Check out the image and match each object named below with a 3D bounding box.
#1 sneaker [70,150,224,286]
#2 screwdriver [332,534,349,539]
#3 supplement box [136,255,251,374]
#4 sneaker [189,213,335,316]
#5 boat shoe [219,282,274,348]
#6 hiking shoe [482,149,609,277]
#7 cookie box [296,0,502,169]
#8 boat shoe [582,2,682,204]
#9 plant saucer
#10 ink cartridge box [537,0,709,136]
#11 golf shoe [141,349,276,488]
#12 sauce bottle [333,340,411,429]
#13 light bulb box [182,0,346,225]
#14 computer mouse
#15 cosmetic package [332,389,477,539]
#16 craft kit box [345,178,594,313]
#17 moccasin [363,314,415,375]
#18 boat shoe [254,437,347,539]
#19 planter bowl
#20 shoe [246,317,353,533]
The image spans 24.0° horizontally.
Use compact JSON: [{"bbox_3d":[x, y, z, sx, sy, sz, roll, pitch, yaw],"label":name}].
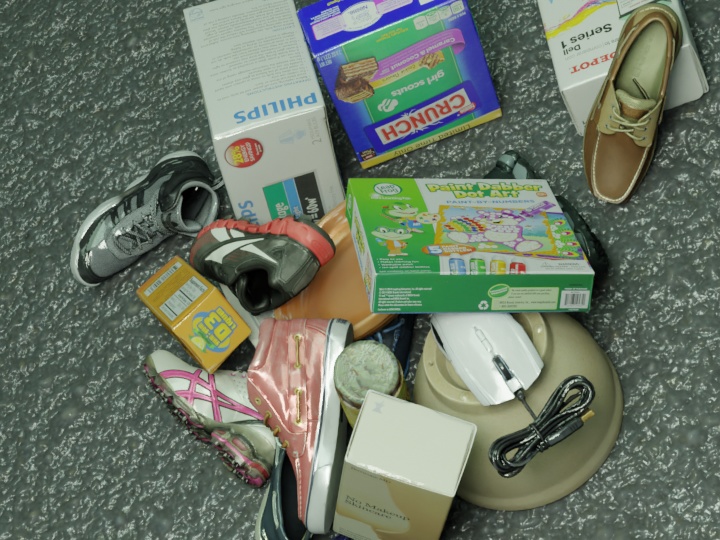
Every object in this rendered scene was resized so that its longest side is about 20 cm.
[{"bbox_3d":[-0.235,-0.052,1.892,0.200,0.076,0.114,-44,29,-11],"label":"sneaker"},{"bbox_3d":[0.001,0.247,1.627,0.199,0.029,0.028,-37,48,-12],"label":"screwdriver"},{"bbox_3d":[-0.175,0.043,1.763,0.069,0.067,0.200,-41,20,-5],"label":"supplement box"},{"bbox_3d":[-0.117,-0.003,1.731,0.199,0.071,0.098,-1,51,46],"label":"sneaker"},{"bbox_3d":[-0.084,0.053,1.772,0.068,0.072,0.200,-37,40,2],"label":"boat shoe"},{"bbox_3d":[0.176,-0.038,1.705,0.087,0.074,0.200,-42,39,2],"label":"hiking shoe"},{"bbox_3d":[0.045,-0.218,1.792,0.170,0.200,0.076,-21,54,4],"label":"cookie box"},{"bbox_3d":[0.266,-0.165,1.678,0.075,0.074,0.202,13,104,7],"label":"boat shoe"},{"bbox_3d":[0.000,0.000,1.696,0.199,0.037,0.201,-30,35,24],"label":"plant saucer"},{"bbox_3d":[0.271,-0.260,1.795,0.144,0.084,0.201,-19,52,14],"label":"ink cartridge box"},{"bbox_3d":[-0.141,0.137,1.740,0.200,0.073,0.092,36,72,29],"label":"golf shoe"},{"bbox_3d":[0.017,0.125,1.579,0.064,0.200,0.065,-3,69,7],"label":"sauce bottle"},{"bbox_3d":[-0.099,-0.162,1.827,0.124,0.199,0.201,-16,51,-2],"label":"light bulb box"},{"bbox_3d":[0.117,0.080,1.483,0.109,0.044,0.200,-36,51,-1],"label":"computer mouse"},{"bbox_3d":[0.036,0.188,1.513,0.104,0.200,0.072,17,64,6],"label":"cosmetic package"},{"bbox_3d":[0.095,-0.026,1.554,0.198,0.049,0.198,0,25,-9],"label":"craft kit box"},{"bbox_3d":[0.012,0.052,1.718,0.080,0.068,0.201,-2,57,25],"label":"moccasin"},{"bbox_3d":[-0.055,0.181,1.647,0.062,0.074,0.201,-35,33,59],"label":"boat shoe"},{"bbox_3d":[0.132,0.103,1.576,0.199,0.135,0.202,-12,53,17],"label":"planter bowl"},{"bbox_3d":[-0.061,0.143,1.590,0.090,0.071,0.202,4,83,9],"label":"shoe"}]
